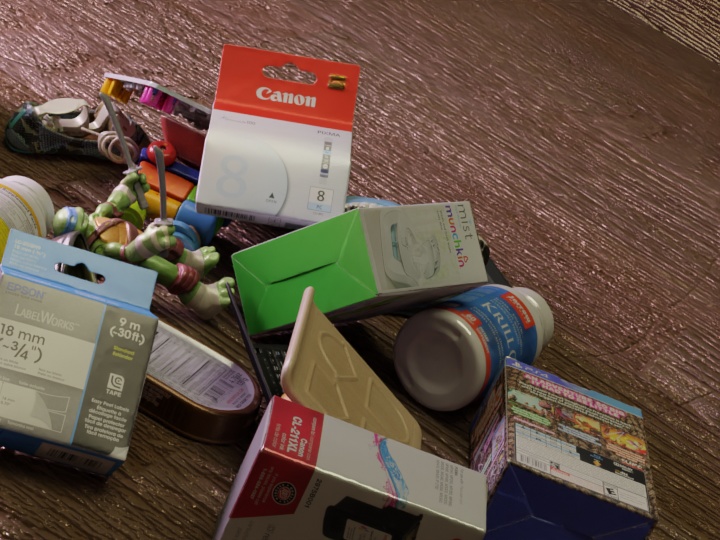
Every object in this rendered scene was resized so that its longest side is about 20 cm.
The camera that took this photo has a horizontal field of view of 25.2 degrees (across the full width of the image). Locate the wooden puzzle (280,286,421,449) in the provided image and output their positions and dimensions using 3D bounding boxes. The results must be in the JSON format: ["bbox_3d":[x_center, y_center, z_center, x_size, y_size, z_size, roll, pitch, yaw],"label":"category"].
[{"bbox_3d":[-0.013,0.132,1.467,0.200,0.046,0.185,54,17,-16],"label":"wooden puzzle"}]

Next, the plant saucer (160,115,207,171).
[{"bbox_3d":[-0.140,-0.114,1.896,0.200,0.037,0.200,25,-1,2],"label":"plant saucer"}]

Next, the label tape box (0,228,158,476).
[{"bbox_3d":[-0.257,0.061,1.397,0.144,0.063,0.200,17,65,-15],"label":"label tape box"}]

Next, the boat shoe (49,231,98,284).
[{"bbox_3d":[-0.261,0.049,1.472,0.072,0.066,0.201,31,32,-51],"label":"boat shoe"}]

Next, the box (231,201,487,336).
[{"bbox_3d":[0.000,0.000,1.690,0.176,0.200,0.097,-7,82,-46],"label":"box"}]

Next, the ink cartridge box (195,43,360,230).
[{"bbox_3d":[-0.087,-0.148,1.756,0.160,0.200,0.047,9,-12,-4],"label":"ink cartridge box"}]

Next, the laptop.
[{"bbox_3d":[-0.038,0.111,1.524,0.200,0.103,0.177,4,47,-35],"label":"laptop"}]

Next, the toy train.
[{"bbox_3d":[-0.247,-0.085,1.792,0.200,0.085,0.116,24,41,3],"label":"toy train"}]

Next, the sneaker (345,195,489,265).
[{"bbox_3d":[0.060,-0.049,1.902,0.200,0.079,0.090,19,23,-11],"label":"sneaker"}]

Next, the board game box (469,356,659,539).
[{"bbox_3d":[0.198,0.199,1.607,0.159,0.097,0.200,22,26,-6],"label":"board game box"}]

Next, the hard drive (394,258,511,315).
[{"bbox_3d":[0.088,0.010,1.938,0.200,0.033,0.140,9,30,-29],"label":"hard drive"}]

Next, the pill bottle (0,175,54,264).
[{"bbox_3d":[-0.367,-0.025,1.534,0.104,0.104,0.200,27,26,4],"label":"pill bottle"}]

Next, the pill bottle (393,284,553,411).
[{"bbox_3d":[0.132,0.077,1.761,0.112,0.112,0.200,35,29,21],"label":"pill bottle"}]

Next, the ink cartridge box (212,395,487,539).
[{"bbox_3d":[-0.010,0.213,1.348,0.200,0.146,0.083,21,27,-7],"label":"ink cartridge box"}]

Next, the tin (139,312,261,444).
[{"bbox_3d":[-0.186,0.095,1.543,0.200,0.042,0.112,29,22,9],"label":"tin"}]

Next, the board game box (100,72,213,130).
[{"bbox_3d":[-0.190,-0.173,1.879,0.200,0.026,0.200,25,-1,-26],"label":"board game box"}]

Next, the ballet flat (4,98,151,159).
[{"bbox_3d":[-0.318,-0.169,1.883,0.200,0.074,0.074,-6,39,-45],"label":"ballet flat"}]

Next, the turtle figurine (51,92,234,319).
[{"bbox_3d":[-0.203,-0.049,1.640,0.144,0.200,0.194,7,-21,47],"label":"turtle figurine"}]
